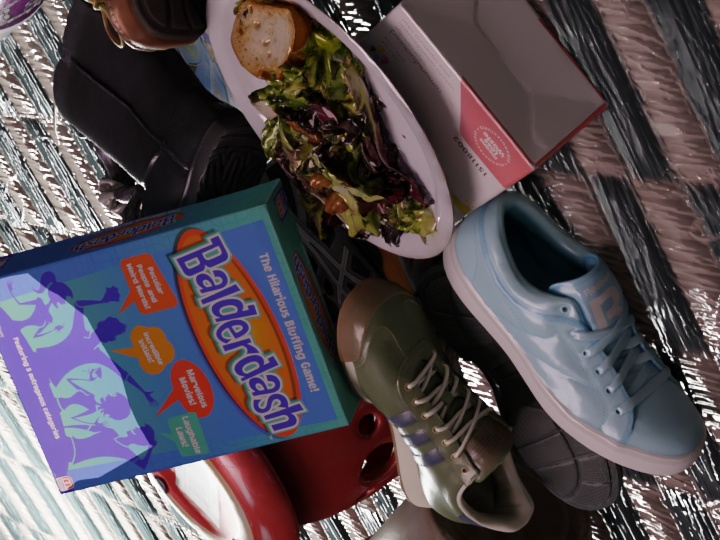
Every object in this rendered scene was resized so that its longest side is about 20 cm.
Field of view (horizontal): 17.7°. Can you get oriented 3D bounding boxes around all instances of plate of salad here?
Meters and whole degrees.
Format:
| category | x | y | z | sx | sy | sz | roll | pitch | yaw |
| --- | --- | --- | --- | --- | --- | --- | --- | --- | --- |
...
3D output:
| category | x | y | z | sx | sy | sz | roll | pitch | yaw |
| --- | --- | --- | --- | --- | --- | --- | --- | --- | --- |
| plate of salad | -0.026 | -0.080 | 1.312 | 0.200 | 0.048 | 0.200 | 40 | 156 | 21 |

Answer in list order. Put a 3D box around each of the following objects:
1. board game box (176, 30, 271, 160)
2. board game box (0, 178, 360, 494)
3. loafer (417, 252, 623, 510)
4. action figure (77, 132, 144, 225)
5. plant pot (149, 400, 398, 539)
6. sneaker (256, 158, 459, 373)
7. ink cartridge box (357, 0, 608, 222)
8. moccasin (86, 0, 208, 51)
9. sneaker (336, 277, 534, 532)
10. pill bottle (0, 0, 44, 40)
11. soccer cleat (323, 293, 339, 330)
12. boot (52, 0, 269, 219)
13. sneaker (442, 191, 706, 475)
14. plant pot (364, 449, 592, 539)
| category | x | y | z | sx | sy | sz | roll | pitch | yaw |
| --- | --- | --- | --- | --- | --- | --- | --- | --- | --- |
| board game box | -0.063 | -0.101 | 1.538 | 0.135 | 0.034 | 0.201 | 22 | 144 | 47 |
| board game box | -0.118 | 0.043 | 1.415 | 0.199 | 0.045 | 0.153 | -15 | 109 | 16 |
| loafer | 0.112 | 0.059 | 1.452 | 0.072 | 0.063 | 0.200 | -19 | 115 | 37 |
| action figure | -0.144 | -0.070 | 1.637 | 0.119 | 0.102 | 0.201 | 45 | -149 | -47 |
| plant pot | -0.061 | 0.090 | 1.637 | 0.200 | 0.182 | 0.201 | 41 | 154 | 25 |
| sneaker | 0.000 | 0.000 | 1.487 | 0.200 | 0.077 | 0.078 | 58 | -162 | -13 |
| ink cartridge box | 0.045 | -0.092 | 1.321 | 0.117 | 0.067 | 0.200 | 51 | 157 | -2 |
| moccasin | -0.134 | -0.174 | 1.392 | 0.202 | 0.077 | 0.074 | -95 | -17 | -65 |
| sneaker | 0.056 | 0.089 | 1.419 | 0.090 | 0.067 | 0.201 | 22 | 148 | 37 |
| pill bottle | -0.263 | -0.231 | 1.606 | 0.112 | 0.112 | 0.200 | 49 | 157 | 4 |
| soccer cleat | -0.089 | 0.069 | 1.492 | 0.199 | 0.068 | 0.073 | -19 | 105 | 28 |
| boot | -0.149 | -0.069 | 1.505 | 0.065 | 0.165 | 0.200 | 11 | -158 | -45 |
| sneaker | 0.131 | 0.036 | 1.352 | 0.200 | 0.074 | 0.082 | 43 | 152 | 5 |
| plant pot | 0.082 | 0.218 | 1.595 | 0.200 | 0.200 | 0.174 | 40 | 137 | 22 |
